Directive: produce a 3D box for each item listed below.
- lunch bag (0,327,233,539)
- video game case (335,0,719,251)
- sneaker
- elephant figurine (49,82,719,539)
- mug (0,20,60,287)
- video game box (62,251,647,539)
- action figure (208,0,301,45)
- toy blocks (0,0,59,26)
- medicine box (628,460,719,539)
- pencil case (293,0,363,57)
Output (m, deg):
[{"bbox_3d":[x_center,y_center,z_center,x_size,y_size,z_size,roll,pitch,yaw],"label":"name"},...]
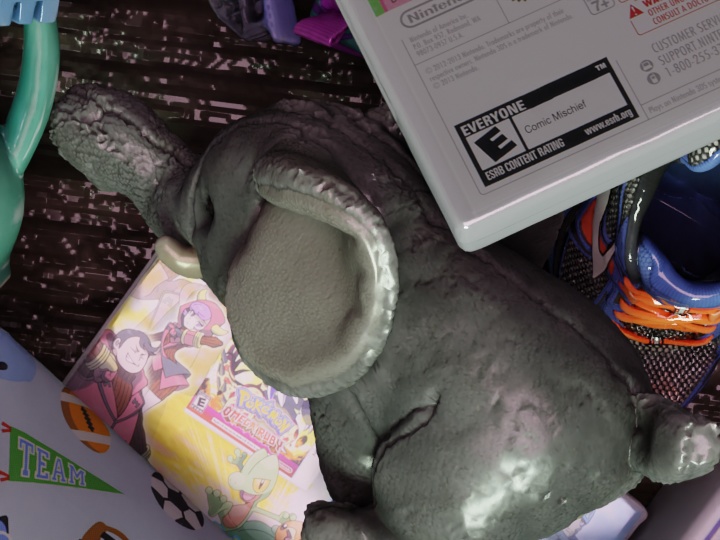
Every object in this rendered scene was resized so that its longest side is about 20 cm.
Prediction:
[{"bbox_3d":[-0.127,0.143,0.816,0.170,0.200,0.124,40,124,-7],"label":"lunch bag"},{"bbox_3d":[0.084,-0.122,0.824,0.199,0.022,0.183,-24,66,-4],"label":"video game case"},{"bbox_3d":[0.105,-0.011,0.882,0.075,0.201,0.079,3,50,0],"label":"sneaker"},{"bbox_3d":[0.000,0.000,0.852,0.155,0.142,0.201,-28,93,3],"label":"elephant figurine"},{"bbox_3d":[-0.178,-0.018,0.882,0.114,0.152,0.185,47,123,-6],"label":"mug"},{"bbox_3d":[-0.029,0.099,0.945,0.200,0.047,0.183,37,93,-1],"label":"video game box"},{"bbox_3d":[-0.091,-0.165,0.905,0.193,0.105,0.201,-23,78,19],"label":"action figure"},{"bbox_3d":[-0.121,-0.139,0.809,0.100,0.199,0.138,29,117,39],"label":"toy blocks"},{"bbox_3d":[0.151,0.192,0.917,0.200,0.103,0.183,37,92,-1],"label":"medicine box"},{"bbox_3d":[0.042,-0.167,0.913,0.092,0.085,0.201,12,93,-43],"label":"pencil case"}]
